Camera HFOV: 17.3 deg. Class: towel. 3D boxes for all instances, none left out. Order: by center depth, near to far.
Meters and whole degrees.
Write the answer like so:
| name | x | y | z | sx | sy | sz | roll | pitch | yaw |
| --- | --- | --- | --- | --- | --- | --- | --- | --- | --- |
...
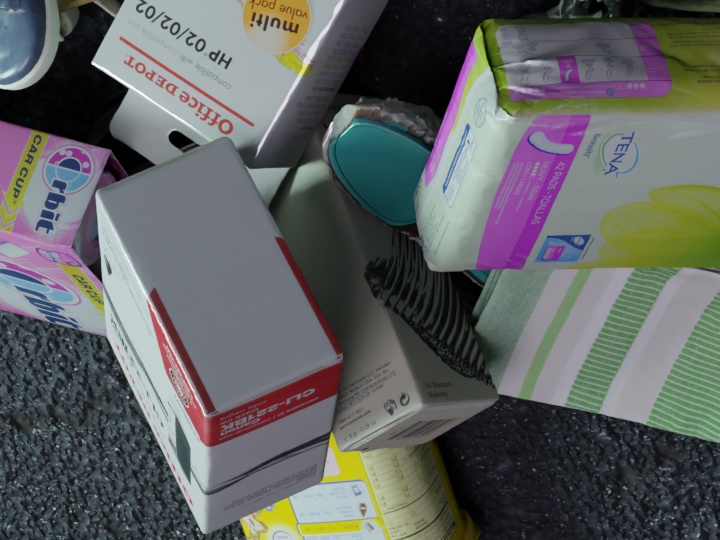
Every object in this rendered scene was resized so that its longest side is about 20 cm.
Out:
| name | x | y | z | sx | sy | sz | roll | pitch | yaw |
| --- | --- | --- | --- | --- | --- | --- | --- | --- | --- |
| towel | 0.165 | 0.039 | 1.364 | 0.199 | 0.023 | 0.153 | 12 | 136 | -8 |

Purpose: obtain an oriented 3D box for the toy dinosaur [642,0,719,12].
| name | x | y | z | sx | sy | sz | roll | pitch | yaw |
| --- | --- | --- | --- | --- | --- | --- | --- | --- | --- |
| toy dinosaur | 0.253 | -0.137 | 1.253 | 0.200 | 0.047 | 0.088 | -13 | 111 | 33 |

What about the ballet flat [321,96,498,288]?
| name | x | y | z | sx | sy | sz | roll | pitch | yaw |
| --- | --- | --- | --- | --- | --- | --- | --- | --- | --- |
| ballet flat | 0.045 | -0.049 | 1.339 | 0.072 | 0.072 | 0.200 | -21 | 138 | 31 |

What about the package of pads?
| name | x | y | z | sx | sy | sz | roll | pitch | yaw |
| --- | --- | --- | --- | --- | --- | --- | --- | --- | --- |
| package of pads | 0.141 | -0.065 | 1.230 | 0.199 | 0.068 | 0.155 | -2 | 147 | -15 |

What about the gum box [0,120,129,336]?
| name | x | y | z | sx | sy | sz | roll | pitch | yaw |
| --- | --- | --- | --- | --- | --- | --- | --- | --- | --- |
| gum box | -0.184 | -0.020 | 1.429 | 0.113 | 0.066 | 0.200 | 15 | 164 | 16 |

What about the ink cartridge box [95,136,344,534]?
| name | x | y | z | sx | sy | sz | roll | pitch | yaw |
| --- | --- | --- | --- | --- | --- | --- | --- | --- | --- |
| ink cartridge box | -0.080 | 0.041 | 1.316 | 0.145 | 0.084 | 0.200 | 62 | 166 | 20 |

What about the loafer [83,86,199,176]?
| name | x | y | z | sx | sy | sz | roll | pitch | yaw |
| --- | --- | --- | --- | --- | --- | --- | --- | --- | --- |
| loafer | -0.089 | -0.101 | 1.400 | 0.200 | 0.063 | 0.072 | -27 | 105 | 33 |

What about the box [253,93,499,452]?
| name | x | y | z | sx | sy | sz | roll | pitch | yaw |
| --- | --- | --- | --- | --- | --- | --- | --- | --- | --- |
| box | 0.000 | 0.000 | 1.359 | 0.068 | 0.082 | 0.200 | -31 | 73 | 33 |

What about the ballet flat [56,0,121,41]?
| name | x | y | z | sx | sy | sz | roll | pitch | yaw |
| --- | --- | --- | --- | --- | --- | --- | --- | --- | --- |
| ballet flat | -0.171 | -0.166 | 1.396 | 0.200 | 0.069 | 0.063 | -15 | 128 | 31 |

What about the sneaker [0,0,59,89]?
| name | x | y | z | sx | sy | sz | roll | pitch | yaw |
| --- | --- | --- | --- | --- | --- | --- | --- | --- | --- |
| sneaker | -0.244 | -0.191 | 1.347 | 0.075 | 0.084 | 0.200 | -36 | 75 | 21 |

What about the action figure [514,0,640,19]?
| name | x | y | z | sx | sy | sz | roll | pitch | yaw |
| --- | --- | --- | --- | --- | --- | --- | --- | --- | --- |
| action figure | 0.094 | -0.142 | 1.269 | 0.102 | 0.119 | 0.200 | -14 | 133 | -20 |

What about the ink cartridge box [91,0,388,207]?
| name | x | y | z | sx | sy | sz | roll | pitch | yaw |
| --- | --- | --- | --- | --- | --- | --- | --- | --- | --- |
| ink cartridge box | -0.065 | -0.134 | 1.308 | 0.115 | 0.068 | 0.200 | 33 | 103 | 15 |

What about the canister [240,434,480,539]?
| name | x | y | z | sx | sy | sz | roll | pitch | yaw |
| --- | --- | --- | --- | --- | --- | --- | --- | --- | --- |
| canister | -0.021 | 0.114 | 1.494 | 0.148 | 0.087 | 0.200 | -7 | 116 | 26 |
